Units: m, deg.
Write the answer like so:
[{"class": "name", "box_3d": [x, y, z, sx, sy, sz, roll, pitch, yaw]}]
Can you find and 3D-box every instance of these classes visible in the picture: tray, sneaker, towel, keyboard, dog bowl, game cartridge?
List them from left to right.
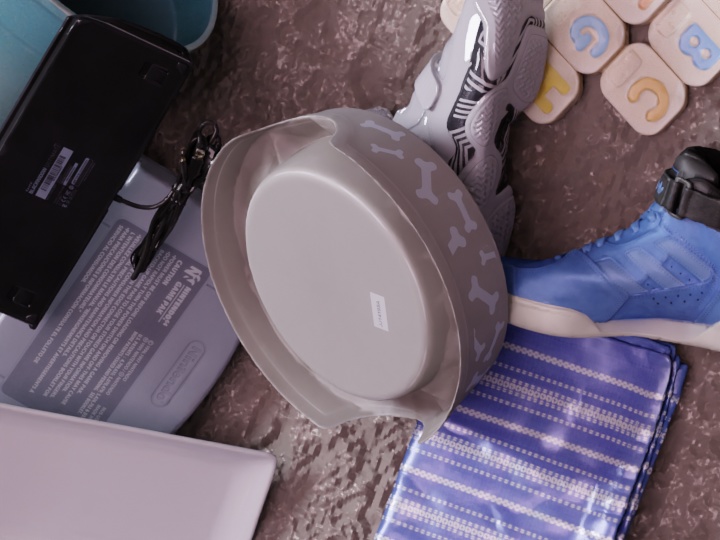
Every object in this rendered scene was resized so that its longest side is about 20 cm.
[{"class": "keyboard", "box_3d": [-0.152, -0.050, 1.694, 0.127, 0.021, 0.200, 24, 117, -20]}, {"class": "tray", "box_3d": [-0.158, 0.133, 1.782, 0.199, 0.022, 0.108, 12, 117, -15]}, {"class": "game cartridge", "box_3d": [-0.146, 0.034, 1.777, 0.133, 0.041, 0.200, 33, 109, -13]}, {"class": "dog bowl", "box_3d": [0.000, 0.000, 1.663, 0.200, 0.059, 0.201, 29, 136, 33]}, {"class": "sneaker", "box_3d": [0.035, -0.089, 1.692, 0.115, 0.075, 0.201, 19, 113, 24]}, {"class": "towel", "box_3d": [0.089, 0.118, 1.692, 0.144, 0.024, 0.201, 18, 84, 24]}, {"class": "sneaker", "box_3d": [0.158, -0.018, 1.642, 0.199, 0.077, 0.112, 8, 103, 18]}]

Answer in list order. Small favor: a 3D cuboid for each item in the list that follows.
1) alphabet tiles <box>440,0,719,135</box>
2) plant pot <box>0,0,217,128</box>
[{"class": "alphabet tiles", "box_3d": [0.137, -0.182, 1.679, 0.200, 0.015, 0.196, -46, 75, 21]}, {"class": "plant pot", "box_3d": [-0.220, -0.154, 1.762, 0.188, 0.200, 0.200, -40, 77, 29]}]
